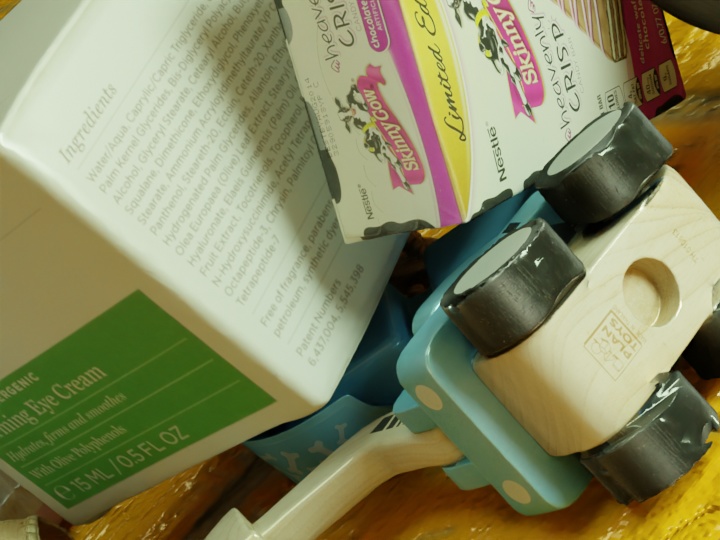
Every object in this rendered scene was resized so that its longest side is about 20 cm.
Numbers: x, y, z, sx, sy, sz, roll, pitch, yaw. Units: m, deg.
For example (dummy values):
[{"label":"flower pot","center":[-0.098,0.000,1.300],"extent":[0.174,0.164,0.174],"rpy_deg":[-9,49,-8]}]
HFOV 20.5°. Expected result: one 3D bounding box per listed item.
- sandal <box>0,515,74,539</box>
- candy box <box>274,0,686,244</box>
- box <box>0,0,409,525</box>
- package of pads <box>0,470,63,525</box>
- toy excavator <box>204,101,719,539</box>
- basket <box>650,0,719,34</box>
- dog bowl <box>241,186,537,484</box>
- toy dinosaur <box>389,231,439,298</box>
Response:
[{"label":"sandal","center":[-0.142,0.145,0.900],"extent":[0.211,0.078,0.070],"rpy_deg":[-11,14,40]},{"label":"candy box","center":[0.051,-0.105,0.809],"extent":[0.061,0.137,0.200],"rpy_deg":[-9,13,37]},{"label":"box","center":[-0.096,-0.033,0.866],"extent":[0.199,0.171,0.200],"rpy_deg":[-29,26,47]},{"label":"package of pads","center":[-0.240,0.134,1.043],"extent":[0.200,0.076,0.121],"rpy_deg":[-16,28,44]},{"label":"toy excavator","center":[0.041,0.052,0.761],"extent":[0.195,0.100,0.200],"rpy_deg":[-49,10,-29]},{"label":"basket","center":[0.212,-0.127,0.762],"extent":[0.200,0.180,0.136],"rpy_deg":[-130,48,-61]},{"label":"dog bowl","center":[0.033,0.025,0.861],"extent":[0.200,0.050,0.112],"rpy_deg":[-35,21,10]},{"label":"toy dinosaur","center":[0.000,0.000,0.977],"extent":[0.200,0.061,0.106],"rpy_deg":[2,32,45]}]
